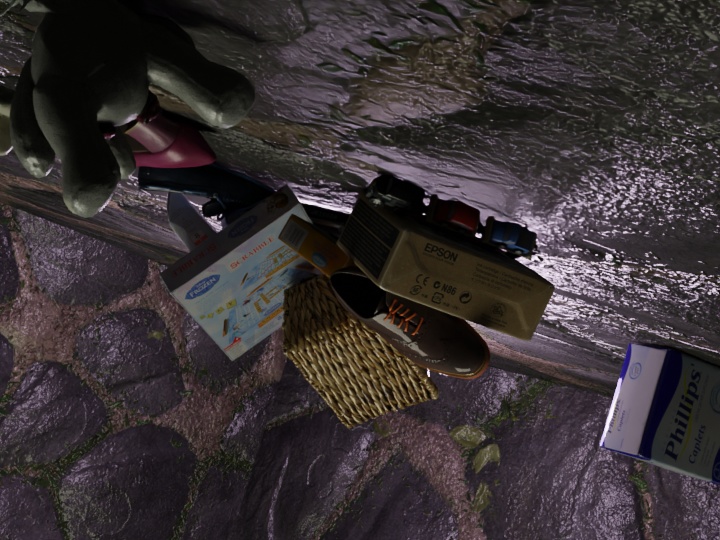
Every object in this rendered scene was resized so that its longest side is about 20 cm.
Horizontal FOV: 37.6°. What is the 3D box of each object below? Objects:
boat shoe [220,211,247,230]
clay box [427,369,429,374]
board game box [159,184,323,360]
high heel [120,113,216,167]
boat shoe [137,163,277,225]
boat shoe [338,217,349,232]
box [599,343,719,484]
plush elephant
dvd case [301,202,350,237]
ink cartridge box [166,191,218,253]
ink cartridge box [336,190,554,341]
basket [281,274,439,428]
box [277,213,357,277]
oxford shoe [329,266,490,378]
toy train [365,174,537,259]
[{"bbox_3d":[-0.137,-0.023,1.487,0.065,0.074,0.200,1,144,43],"label":"boat shoe"},{"bbox_3d":[0.062,0.071,1.557,0.047,0.202,0.115,-12,171,3],"label":"clay box"},{"bbox_3d":[-0.135,0.008,1.398,0.041,0.199,0.200,52,175,35],"label":"board game box"},{"bbox_3d":[-0.243,-0.133,1.214,0.096,0.068,0.200,32,164,-24],"label":"high heel"},{"bbox_3d":[-0.192,-0.099,1.371,0.199,0.069,0.084,19,173,-9],"label":"boat shoe"},{"bbox_3d":[0.064,-0.024,1.359,0.200,0.061,0.072,30,-176,-22],"label":"boat shoe"},{"bbox_3d":[0.526,0.239,1.760,0.199,0.185,0.105,20,174,-25],"label":"box"},{"bbox_3d":[-0.211,-0.131,0.810,0.200,0.165,0.155,46,157,-1],"label":"plush elephant"},{"bbox_3d":[-0.047,-0.042,1.475,0.199,0.025,0.151,15,155,28],"label":"dvd case"},{"bbox_3d":[-0.227,-0.051,1.466,0.200,0.050,0.162,43,174,33],"label":"ink cartridge box"},{"bbox_3d":[0.092,-0.007,1.188,0.199,0.076,0.165,20,-168,-24],"label":"ink cartridge box"},{"bbox_3d":[0.004,0.088,1.409,0.148,0.143,0.200,-21,130,18],"label":"basket"},{"bbox_3d":[0.000,0.000,1.321,0.119,0.042,0.200,36,-176,40],"label":"box"},{"bbox_3d":[0.048,0.058,1.151,0.199,0.072,0.072,28,-177,24],"label":"oxford shoe"},{"bbox_3d":[0.102,-0.057,1.119,0.199,0.034,0.046,20,161,-12],"label":"toy train"}]
